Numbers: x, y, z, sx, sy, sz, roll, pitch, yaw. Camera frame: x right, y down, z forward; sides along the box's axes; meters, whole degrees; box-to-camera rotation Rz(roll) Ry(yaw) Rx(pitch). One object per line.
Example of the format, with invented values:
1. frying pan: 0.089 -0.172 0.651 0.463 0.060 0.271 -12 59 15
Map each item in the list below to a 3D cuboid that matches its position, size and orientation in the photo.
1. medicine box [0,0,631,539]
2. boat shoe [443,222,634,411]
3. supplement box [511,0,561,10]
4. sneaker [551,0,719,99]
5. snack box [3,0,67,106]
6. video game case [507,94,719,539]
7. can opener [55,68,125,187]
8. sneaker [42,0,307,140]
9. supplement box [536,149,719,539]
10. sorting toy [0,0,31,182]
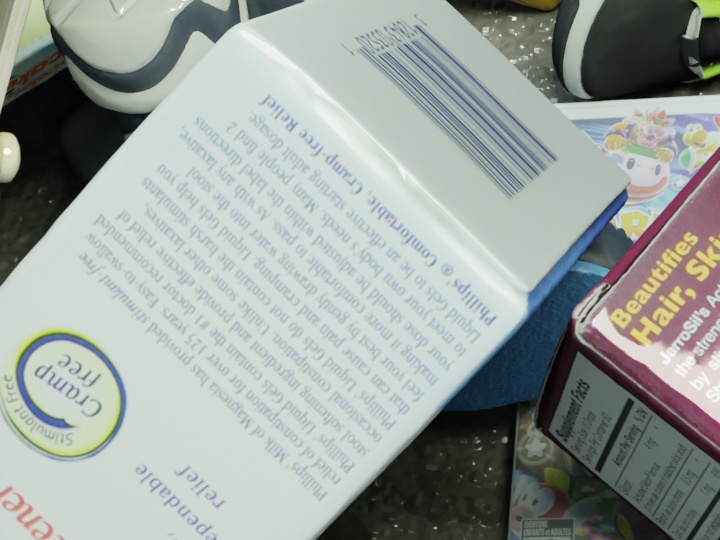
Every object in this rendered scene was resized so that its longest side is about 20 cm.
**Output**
1. medicine box: -0.037 0.026 0.737 0.103 0.182 0.200 44 107 2
2. boat shoe: 0.000 0.000 0.870 0.199 0.084 0.069 -3 43 21
3. supplement box: 0.076 -0.209 0.921 0.200 0.103 0.132 -44 45 36
4. sneaker: 0.164 -0.100 0.907 0.199 0.072 0.083 -24 55 -2
5. snack box: -0.167 -0.099 0.905 0.200 0.037 0.116 -34 80 -25
6. video game case: 0.123 0.027 0.866 0.142 0.018 0.201 -2 56 14
7. can opener: -0.115 -0.085 0.983 0.066 0.053 0.200 -44 57 -15
8. sneaker: -0.038 -0.098 0.895 0.079 0.130 0.200 -4 44 15
9. supplement box: 0.167 0.047 0.745 0.200 0.103 0.131 40 73 11
10. sorting toy: -0.184 -0.067 0.777 0.179 0.201 0.107 9 33 -19
